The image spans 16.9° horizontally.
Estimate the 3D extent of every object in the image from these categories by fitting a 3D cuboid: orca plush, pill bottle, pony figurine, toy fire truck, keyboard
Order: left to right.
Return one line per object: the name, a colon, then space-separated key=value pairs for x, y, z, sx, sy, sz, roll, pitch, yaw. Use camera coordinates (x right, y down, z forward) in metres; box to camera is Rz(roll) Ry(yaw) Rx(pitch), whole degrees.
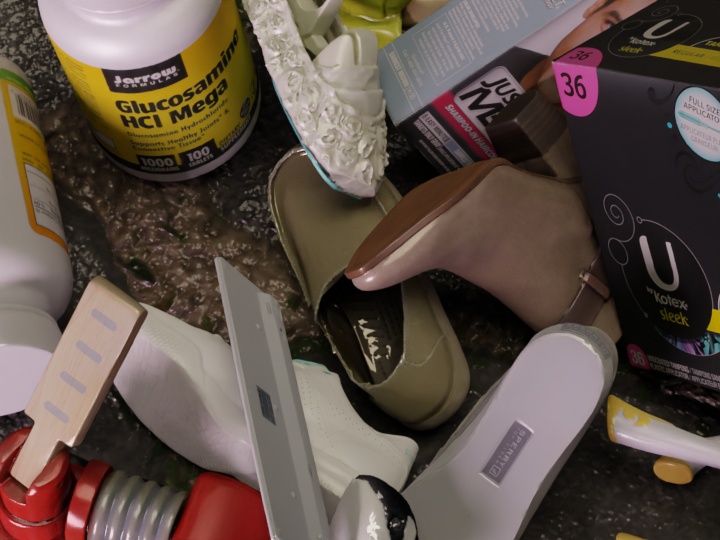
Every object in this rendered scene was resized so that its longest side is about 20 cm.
pill bottle: x=-0.230 y=-0.020 z=1.422 sx=0.110 sy=0.111 sz=0.201 roll=-11 pitch=60 yaw=-8
toy fire truck: x=-0.118 y=0.116 z=1.294 sx=0.175 sy=0.200 sz=0.129 roll=17 pitch=61 yaw=9
pill bottle: x=-0.128 y=-0.146 z=1.441 sx=0.112 sy=0.200 sz=0.113 roll=-4 pitch=63 yaw=7
keyboard: x=-0.049 y=0.078 z=1.331 sx=0.011 sy=0.056 sz=0.201 roll=-35 pitch=45 yaw=22
orca plush: x=0.012 y=0.217 z=1.310 sx=0.071 sy=0.105 sz=0.201 roll=15 pitch=63 yaw=-23
pony figurine: x=0.236 y=0.144 z=1.334 sx=0.198 sy=0.167 sz=0.194 roll=-4 pitch=50 yaw=13

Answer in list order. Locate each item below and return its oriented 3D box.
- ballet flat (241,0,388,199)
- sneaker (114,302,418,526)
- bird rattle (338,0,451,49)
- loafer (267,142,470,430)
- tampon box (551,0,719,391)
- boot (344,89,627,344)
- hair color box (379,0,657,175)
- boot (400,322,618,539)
ballet flat: x=-0.027 y=-0.141 z=1.431 sx=0.071 sy=0.072 sz=0.201 roll=-21 pitch=70 yaw=-14
sneaker: x=-0.058 y=0.074 z=1.406 sx=0.199 sy=0.075 sz=0.089 roll=36 pitch=53 yaw=10
bird rattle: x=0.046 y=-0.193 z=1.545 sx=0.199 sy=0.113 sz=0.163 roll=-15 pitch=45 yaw=-14
loafer: x=0.000 y=0.000 z=1.430 sx=0.076 sy=0.068 sz=0.201 roll=-37 pitch=64 yaw=14
tampon box: x=0.220 y=-0.046 z=1.369 sx=0.126 sy=0.201 sz=0.149 roll=-31 pitch=26 yaw=-28
boot: x=0.095 y=-0.004 z=1.415 sx=0.200 sy=0.070 sz=0.147 roll=-43 pitch=109 yaw=-27
hair color box: x=0.114 y=-0.138 z=1.461 sx=0.199 sy=0.099 sz=0.061 roll=-34 pitch=52 yaw=11
boot: x=0.081 y=0.115 z=1.376 sx=0.073 sy=0.096 sz=0.200 roll=41 pitch=100 yaw=11
